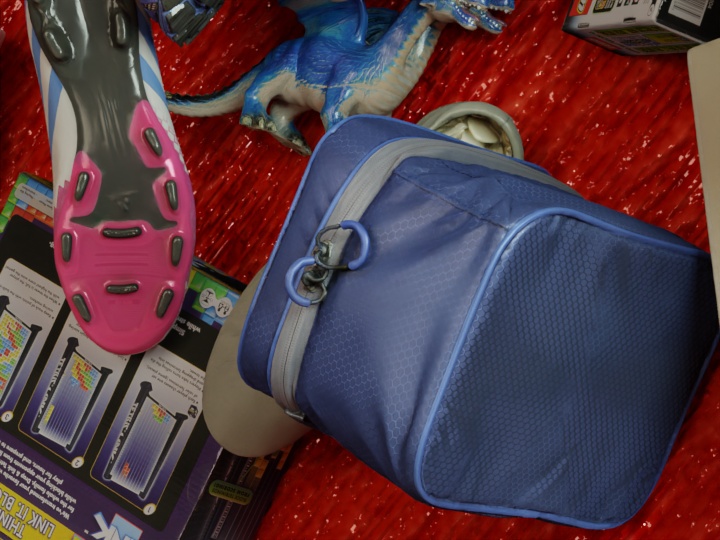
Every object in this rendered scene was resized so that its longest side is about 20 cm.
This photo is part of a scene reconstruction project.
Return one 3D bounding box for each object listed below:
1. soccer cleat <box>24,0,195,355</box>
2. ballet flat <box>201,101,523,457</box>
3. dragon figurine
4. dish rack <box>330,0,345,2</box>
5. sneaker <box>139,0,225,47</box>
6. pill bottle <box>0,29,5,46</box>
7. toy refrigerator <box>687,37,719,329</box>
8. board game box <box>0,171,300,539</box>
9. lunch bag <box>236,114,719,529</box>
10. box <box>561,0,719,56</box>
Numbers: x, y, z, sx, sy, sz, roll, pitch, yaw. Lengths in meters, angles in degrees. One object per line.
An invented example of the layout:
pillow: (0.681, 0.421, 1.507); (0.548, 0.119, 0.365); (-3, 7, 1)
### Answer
soccer cleat: (-0.116, -0.061, 1.314); (0.069, 0.086, 0.201); (-8, 91, 1)
ballet flat: (0.000, 0.000, 1.242); (0.067, 0.064, 0.200); (41, 81, -6)
dragon figurine: (-0.016, -0.109, 1.324); (0.199, 0.059, 0.100); (9, 81, 37)
dish rack: (0.043, -0.210, 1.281); (0.171, 0.044, 0.201); (-27, 34, 23)
sneaker: (-0.086, -0.166, 1.313); (0.078, 0.200, 0.075); (36, 105, -7)
pill bottle: (-0.272, -0.056, 1.457); (0.116, 0.116, 0.201); (26, 91, 38)
toy refrigerator: (0.192, 0.001, 1.129); (0.070, 0.076, 0.201); (-16, 66, 31)
board game box: (-0.123, 0.065, 1.349); (0.200, 0.057, 0.166); (29, 95, 37)
lunch bag: (0.042, 0.019, 1.153); (0.132, 0.199, 0.137); (29, 98, 40)
box: (0.154, -0.196, 1.208); (0.201, 0.035, 0.110); (-71, 17, -3)
